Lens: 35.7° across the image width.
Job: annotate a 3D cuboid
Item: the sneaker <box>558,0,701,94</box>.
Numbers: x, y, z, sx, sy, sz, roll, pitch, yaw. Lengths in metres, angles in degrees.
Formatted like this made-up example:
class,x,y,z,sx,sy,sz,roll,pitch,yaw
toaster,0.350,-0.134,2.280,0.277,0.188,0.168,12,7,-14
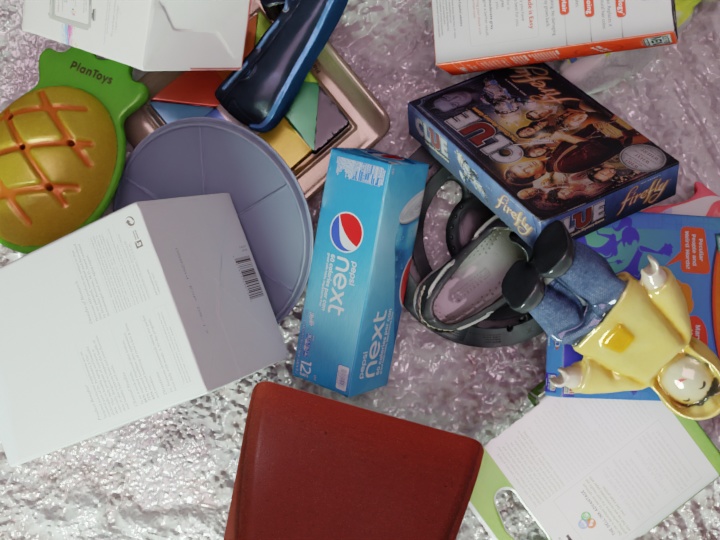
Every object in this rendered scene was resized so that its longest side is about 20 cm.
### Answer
class,x,y,z,sx,sy,sz,roll,pitch,yaw
sneaker,0.241,-0.247,0.998,0.199,0.076,0.106,-36,70,1

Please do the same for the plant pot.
class,x,y,z,sx,sy,sz,roll,pitch,yaw
plant pot,-0.026,0.241,0.891,0.197,0.177,0.202,15,122,2

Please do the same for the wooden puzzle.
class,x,y,z,sx,sy,sz,roll,pitch,yaw
wooden puzzle,-0.101,-0.139,1.011,0.200,0.037,0.186,-40,88,0

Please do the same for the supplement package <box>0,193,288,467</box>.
class,x,y,z,sx,sy,sz,roll,pitch,yaw
supplement package,-0.196,0.045,0.922,0.198,0.150,0.154,-22,88,22

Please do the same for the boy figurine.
class,x,y,z,sx,sy,sz,roll,pitch,yaw
boy figurine,0.197,0.051,0.845,0.199,0.065,0.125,36,108,-19

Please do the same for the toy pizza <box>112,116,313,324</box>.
class,x,y,z,sx,sy,sz,roll,pitch,yaw
toy pizza,-0.129,-0.035,0.987,0.198,0.032,0.203,6,106,19

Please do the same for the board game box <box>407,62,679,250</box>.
class,x,y,z,sx,sy,sz,roll,pitch,yaw
board game box,0.145,-0.102,0.924,0.134,0.035,0.200,-23,44,-18

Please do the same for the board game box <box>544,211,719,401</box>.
class,x,y,z,sx,sy,sz,roll,pitch,yaw
board game box,0.254,0.031,0.920,0.197,0.045,0.154,2,86,-10

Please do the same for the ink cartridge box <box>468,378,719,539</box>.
class,x,y,z,sx,sy,sz,roll,pitch,yaw
ink cartridge box,0.192,0.168,0.977,0.199,0.076,0.148,-37,88,1

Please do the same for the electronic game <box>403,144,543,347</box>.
class,x,y,z,sx,sy,sz,roll,pitch,yaw
electronic game,0.115,-0.032,1.000,0.197,0.042,0.203,0,92,-5

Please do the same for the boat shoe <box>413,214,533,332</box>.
class,x,y,z,sx,sy,sz,roll,pitch,yaw
boat shoe,0.130,-0.019,0.950,0.199,0.060,0.074,-35,95,-2

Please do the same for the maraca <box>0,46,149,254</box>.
class,x,y,z,sx,sy,sz,roll,pitch,yaw
maraca,-0.264,-0.111,0.981,0.136,0.107,0.202,22,81,12

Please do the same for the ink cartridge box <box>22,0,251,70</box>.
class,x,y,z,sx,sy,sz,roll,pitch,yaw
ink cartridge box,-0.204,-0.223,0.951,0.199,0.116,0.068,23,111,34

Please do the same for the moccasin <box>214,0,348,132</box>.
class,x,y,z,sx,sy,sz,roll,pitch,yaw
moccasin,-0.060,-0.220,0.966,0.068,0.080,0.202,29,83,4

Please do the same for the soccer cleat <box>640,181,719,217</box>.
class,x,y,z,sx,sy,sz,roll,pitch,yaw
soccer cleat,0.240,-0.010,0.985,0.198,0.067,0.077,-25,59,-5

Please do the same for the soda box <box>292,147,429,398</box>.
class,x,y,z,sx,sy,sz,roll,pitch,yaw
soda box,0.000,0.000,0.960,0.064,0.068,0.203,18,103,30

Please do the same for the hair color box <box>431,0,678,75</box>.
class,x,y,z,sx,sy,sz,roll,pitch,yaw
hair color box,0.161,-0.230,0.939,0.197,0.061,0.103,-4,89,20
